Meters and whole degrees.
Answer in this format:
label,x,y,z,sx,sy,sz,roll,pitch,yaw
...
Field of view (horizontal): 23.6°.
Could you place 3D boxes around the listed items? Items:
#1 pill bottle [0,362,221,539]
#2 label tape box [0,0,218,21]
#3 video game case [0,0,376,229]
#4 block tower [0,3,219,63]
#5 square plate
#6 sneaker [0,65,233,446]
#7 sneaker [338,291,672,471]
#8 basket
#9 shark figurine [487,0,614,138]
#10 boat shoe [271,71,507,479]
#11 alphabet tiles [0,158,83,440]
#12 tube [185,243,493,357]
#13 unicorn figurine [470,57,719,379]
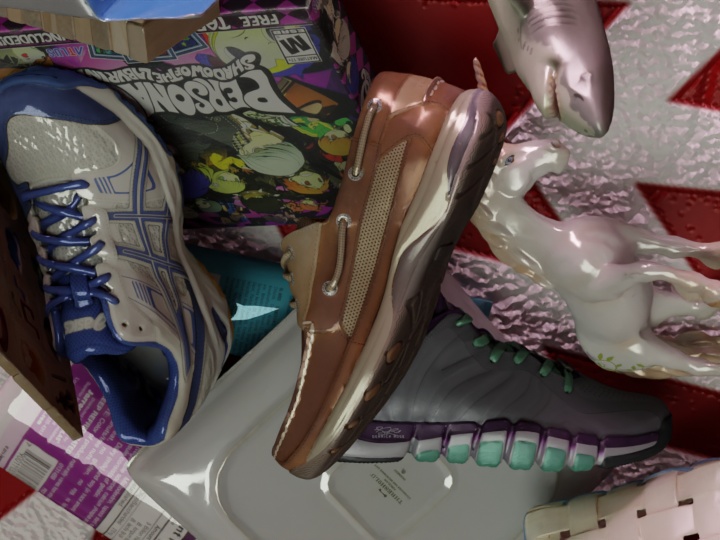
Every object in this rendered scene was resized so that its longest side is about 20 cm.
label,x,y,z,sx,sy,sz,roll,pitch,yaw
pill bottle,-0.108,0.107,0.979,0.200,0.112,0.112,34,124,-5
label tape box,-0.129,-0.164,0.685,0.200,0.143,0.066,8,128,20
video game case,-0.088,-0.080,0.856,0.200,0.036,0.181,-2,150,18
block tower,-0.158,-0.149,0.770,0.200,0.058,0.054,19,128,27
square plate,0.012,0.108,0.926,0.198,0.028,0.200,-43,109,0
sneaker,-0.121,-0.003,0.832,0.075,0.088,0.200,-12,123,25
sneaker,0.067,0.052,0.875,0.200,0.074,0.088,2,98,-13
basket,0.182,0.189,0.934,0.176,0.139,0.200,-21,148,26
shark figurine,0.082,-0.170,0.787,0.089,0.128,0.215,-21,96,1
boat shoe,0.000,0.000,0.811,0.072,0.076,0.200,25,94,12
alphabet tiles,-0.173,-0.021,0.841,0.008,0.200,0.167,-21,144,6
tube,-0.034,0.027,0.947,0.200,0.050,0.078,14,124,-2
unicorn figurine,0.127,0.000,0.848,0.137,0.074,0.200,6,136,28
